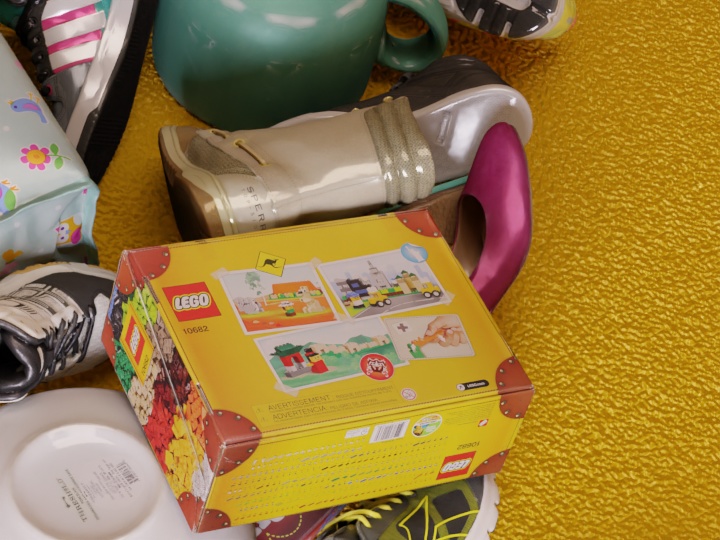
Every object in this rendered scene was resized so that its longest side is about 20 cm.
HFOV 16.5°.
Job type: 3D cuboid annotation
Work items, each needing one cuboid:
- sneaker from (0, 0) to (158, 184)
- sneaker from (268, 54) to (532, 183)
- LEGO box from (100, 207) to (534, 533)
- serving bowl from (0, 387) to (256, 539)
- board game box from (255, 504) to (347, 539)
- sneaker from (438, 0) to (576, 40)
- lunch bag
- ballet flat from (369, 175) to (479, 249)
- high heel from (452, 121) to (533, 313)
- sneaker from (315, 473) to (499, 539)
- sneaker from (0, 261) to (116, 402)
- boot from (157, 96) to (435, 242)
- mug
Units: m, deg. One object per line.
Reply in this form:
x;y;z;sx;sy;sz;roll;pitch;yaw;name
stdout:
-0.203;-0.151;1.590;0.120;0.084;0.202;13;79;9;sneaker
0.013;-0.088;1.635;0.198;0.071;0.099;-14;17;3;sneaker
-0.025;0.052;1.405;0.198;0.077;0.149;-8;49;-27;LEGO box
-0.153;0.138;1.383;0.198;0.066;0.201;5;47;-5;serving bowl
-0.080;0.137;1.459;0.103;0.020;0.200;38;53;14;board game box
0.067;-0.207;1.740;0.199;0.079;0.090;33;12;27;sneaker
-0.279;-0.047;1.488;0.199;0.122;0.171;-24;63;-20;lunch bag
0.000;0.000;1.563;0.199;0.068;0.073;-17;78;-25;ballet flat
0.048;0.001;1.531;0.095;0.067;0.202;10;85;-16;high heel
0.019;0.155;1.412;0.085;0.074;0.201;46;44;-29;sneaker
-0.197;0.046;1.429;0.199;0.076;0.087;-6;26;-41;sneaker
-0.041;-0.064;1.525;0.153;0.073;0.200;-18;16;-8;boot
-0.045;-0.186;1.657;0.184;0.115;0.152;-25;61;-28;mug
